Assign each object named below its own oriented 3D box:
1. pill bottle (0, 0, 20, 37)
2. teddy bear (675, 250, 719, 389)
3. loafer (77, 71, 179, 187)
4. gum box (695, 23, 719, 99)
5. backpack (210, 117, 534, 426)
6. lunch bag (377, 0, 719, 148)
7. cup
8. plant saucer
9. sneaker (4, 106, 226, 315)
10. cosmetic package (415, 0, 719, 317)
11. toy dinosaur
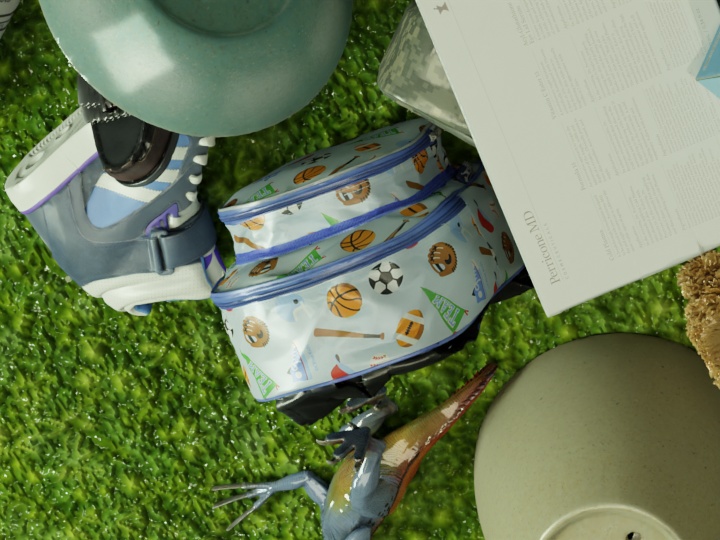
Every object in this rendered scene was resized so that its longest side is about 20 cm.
[{"bbox_3d":[-0.265,-0.171,1.439,0.106,0.106,0.200,31,112,-4],"label":"pill bottle"},{"bbox_3d":[0.295,0.001,1.441,0.200,0.067,0.145,-39,110,14],"label":"teddy bear"},{"bbox_3d":[-0.145,-0.150,1.394,0.072,0.063,0.201,-11,70,34],"label":"loafer"},{"bbox_3d":[0.295,-0.124,1.285,0.200,0.044,0.171,33,73,-24],"label":"gum box"},{"bbox_3d":[0.000,0.000,1.414,0.199,0.191,0.155,-25,105,19],"label":"backpack"},{"bbox_3d":[0.123,-0.139,1.375,0.199,0.139,0.168,29,96,-3],"label":"lunch bag"},{"bbox_3d":[0.162,0.160,1.476,0.199,0.143,0.201,4,112,9],"label":"cup"},{"bbox_3d":[-0.090,-0.179,1.368,0.201,0.201,0.039,42,152,-8],"label":"plant saucer"},{"bbox_3d":[-0.110,-0.057,1.478,0.200,0.081,0.147,-36,110,16],"label":"sneaker"},{"bbox_3d":[0.132,-0.096,1.285,0.150,0.052,0.201,-22,100,4],"label":"cosmetic package"},{"bbox_3d":[0.001,0.166,1.540,0.199,0.105,0.182,-7,131,-1],"label":"toy dinosaur"}]
